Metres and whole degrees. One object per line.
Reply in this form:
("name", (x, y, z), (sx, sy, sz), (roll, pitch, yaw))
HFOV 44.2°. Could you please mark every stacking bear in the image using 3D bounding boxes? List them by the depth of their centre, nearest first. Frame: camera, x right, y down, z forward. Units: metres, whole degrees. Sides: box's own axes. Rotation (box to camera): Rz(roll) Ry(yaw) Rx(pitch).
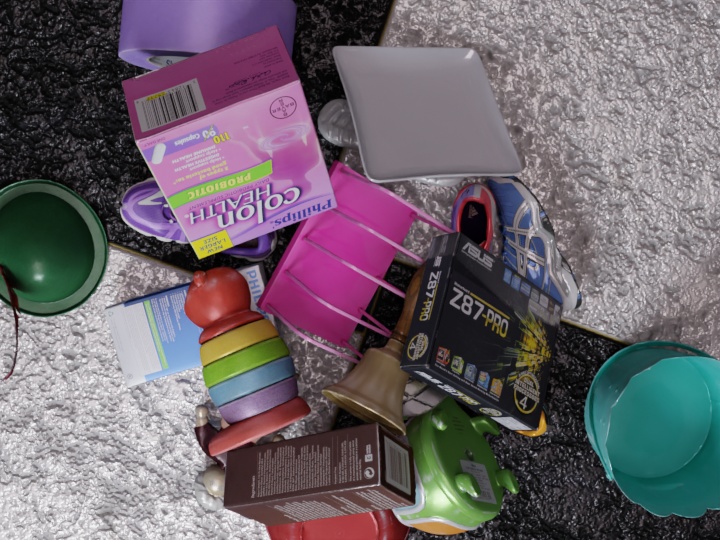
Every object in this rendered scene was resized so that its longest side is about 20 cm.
("stacking bear", (-0.143, 0.093, 1.037), (0.113, 0.121, 0.202), (-25, 85, 31))

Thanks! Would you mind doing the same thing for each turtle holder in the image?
("turtle holder", (0.087, 0.228, 1.071), (0.131, 0.141, 0.186), (-38, 80, 29))

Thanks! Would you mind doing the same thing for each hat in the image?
("hat", (-0.394, -0.013, 1.041), (0.165, 0.176, 0.200), (-40, 94, 0))

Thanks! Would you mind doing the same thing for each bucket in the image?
("bucket", (0.382, 0.191, 1.104), (0.205, 0.135, 0.210), (0, 93, -3))

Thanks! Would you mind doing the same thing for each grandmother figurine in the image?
("grandmother figurine", (-0.157, 0.207, 1.125), (0.120, 0.061, 0.202), (24, 90, 5))

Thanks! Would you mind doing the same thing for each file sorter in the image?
("file sorter", (0.000, 0.000, 1.059), (0.138, 0.125, 0.201), (28, 92, -34))

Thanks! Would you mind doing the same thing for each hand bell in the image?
("hand bell", (0.046, 0.071, 0.997), (0.103, 0.104, 0.201), (28, 74, -4))

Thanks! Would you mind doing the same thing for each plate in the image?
("plate", (0.075, -0.185, 1.066), (0.198, 0.032, 0.201), (-5, 61, -19))

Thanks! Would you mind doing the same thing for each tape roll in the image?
("tape roll", (-0.175, -0.275, 1.024), (0.198, 0.200, 0.086), (6, 92, -3))

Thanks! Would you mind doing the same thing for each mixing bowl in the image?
("mixing bowl", (-0.027, 0.311, 1.110), (0.198, 0.108, 0.203), (0, 92, -2))

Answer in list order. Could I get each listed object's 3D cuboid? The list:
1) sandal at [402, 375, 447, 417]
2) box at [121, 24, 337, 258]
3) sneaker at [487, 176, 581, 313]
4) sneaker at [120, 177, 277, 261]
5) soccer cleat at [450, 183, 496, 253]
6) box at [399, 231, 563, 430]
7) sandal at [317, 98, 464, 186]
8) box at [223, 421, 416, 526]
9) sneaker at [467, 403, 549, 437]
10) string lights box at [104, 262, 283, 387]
("sandal", (0.092, 0.106, 1.065), (0.200, 0.057, 0.080), (-36, 88, -19))
("box", (-0.136, -0.134, 0.969), (0.174, 0.201, 0.097), (-20, 54, -3))
("sneaker", (0.205, -0.031, 1.115), (0.076, 0.076, 0.202), (-26, 89, 1))
("sneaker", (-0.199, -0.065, 1.094), (0.198, 0.083, 0.082), (14, 92, -2))
("soccer cleat", (0.136, -0.007, 1.100), (0.066, 0.076, 0.202), (6, 104, 10))
("box", (0.143, 0.074, 1.010), (0.199, 0.049, 0.163), (32, 62, -33))
("sandal", (0.044, -0.163, 1.118), (0.201, 0.050, 0.083), (25, 77, 9))
("box", (-0.046, 0.235, 1.006), (0.198, 0.100, 0.076), (-16, 58, 21))
("sneaker", (0.158, 0.147, 1.123), (0.199, 0.077, 0.079), (28, 93, -2))
("string lights box", (-0.206, 0.066, 1.113), (0.198, 0.059, 0.104), (-16, 94, -1))
